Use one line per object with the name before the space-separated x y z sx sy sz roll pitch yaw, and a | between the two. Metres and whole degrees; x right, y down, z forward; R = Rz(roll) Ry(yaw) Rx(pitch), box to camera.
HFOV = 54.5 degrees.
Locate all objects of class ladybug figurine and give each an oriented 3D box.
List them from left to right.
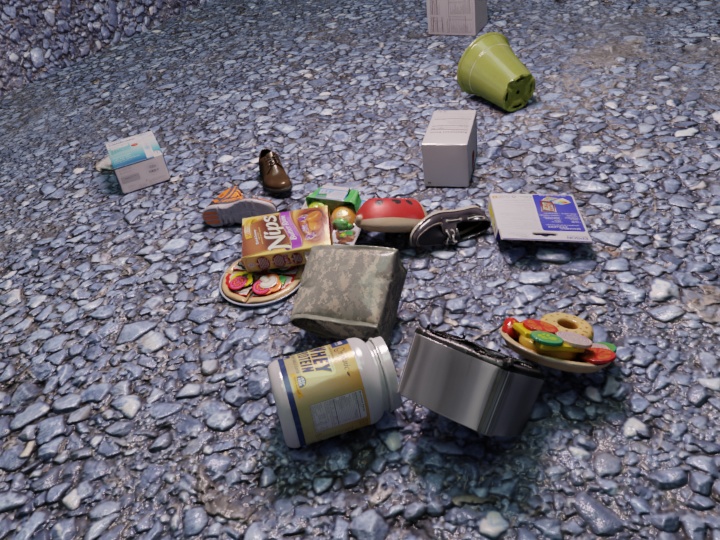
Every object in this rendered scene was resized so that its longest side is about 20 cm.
ladybug figurine | 0.071 -0.126 1.574 0.198 0.073 0.135 -4 10 -40

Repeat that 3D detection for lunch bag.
lunch bag | -0.028 0.043 1.340 0.197 0.118 0.167 7 67 20

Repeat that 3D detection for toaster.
toaster | 0.173 0.171 1.101 0.179 0.121 0.199 19 -1 33

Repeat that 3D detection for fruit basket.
fruit basket | -0.079 -0.114 1.630 0.182 0.095 0.201 9 43 23

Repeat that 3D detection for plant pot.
plant pot | 0.422 -0.577 2.100 0.197 0.202 0.191 -22 50 -18

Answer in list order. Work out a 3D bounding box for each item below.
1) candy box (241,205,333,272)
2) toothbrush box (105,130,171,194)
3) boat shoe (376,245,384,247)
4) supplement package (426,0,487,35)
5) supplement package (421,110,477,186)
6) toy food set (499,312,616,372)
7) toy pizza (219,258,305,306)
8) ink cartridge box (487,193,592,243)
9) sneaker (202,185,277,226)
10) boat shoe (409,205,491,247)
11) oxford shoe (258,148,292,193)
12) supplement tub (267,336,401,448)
candy box | -0.160 -0.069 1.538 0.196 0.057 0.118 -10 52 3
toothbrush box | -0.651 -0.319 2.044 0.144 0.086 0.200 -20 35 -15
boat shoe | 0.000 0.000 1.477 0.071 0.066 0.200 18 44 33
supplement package | 0.375 -1.014 2.717 0.197 0.153 0.152 11 40 26
supplement package | 0.234 -0.318 1.814 0.118 0.123 0.201 3 38 16
toy food set | 0.337 0.119 1.194 0.197 0.050 0.198 6 15 -19
toy pizza | -0.217 0.008 1.543 0.196 0.032 0.202 -6 36 4
ink cartridge box | 0.389 -0.104 1.539 0.194 0.048 0.201 2 37 1
sneaker | -0.296 -0.172 1.769 0.196 0.079 0.113 0 37 13
boat shoe | 0.202 -0.092 1.554 0.197 0.074 0.063 -19 39 -23
oxford shoe | -0.239 -0.271 1.889 0.072 0.086 0.200 -19 38 -17
supplement tub | -0.043 0.195 1.150 0.197 0.146 0.145 -15 36 -9
